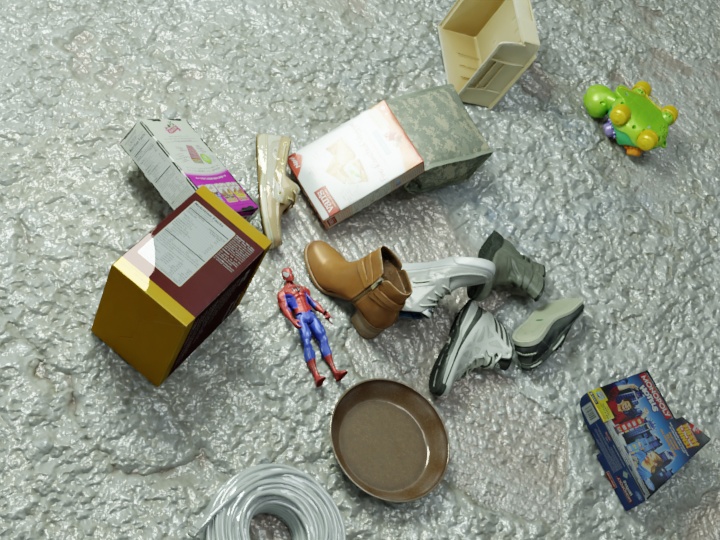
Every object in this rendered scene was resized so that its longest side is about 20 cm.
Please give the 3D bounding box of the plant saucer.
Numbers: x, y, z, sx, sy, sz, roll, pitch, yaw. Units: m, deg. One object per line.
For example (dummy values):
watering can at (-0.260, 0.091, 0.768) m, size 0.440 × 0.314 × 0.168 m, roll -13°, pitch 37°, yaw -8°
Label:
plant saucer at (0.041, 0.264, 1.617) m, size 0.200 × 0.037 × 0.201 m, roll 12°, pitch 57°, yaw -19°

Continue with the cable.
cable at (-0.122, 0.369, 1.456) m, size 0.200 × 0.069 × 0.200 m, roll 39°, pitch 52°, yaw 0°

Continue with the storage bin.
storage bin at (0.250, -0.454, 2.053) m, size 0.093 × 0.199 × 0.200 m, roll 9°, pitch 57°, yaw -24°

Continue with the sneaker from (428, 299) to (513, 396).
sneaker at (0.193, 0.145, 1.735) m, size 0.115 × 0.076 × 0.201 m, roll 32°, pitch 50°, yaw -2°

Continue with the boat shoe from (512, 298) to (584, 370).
boat shoe at (0.332, 0.105, 1.844) m, size 0.200 × 0.072 × 0.068 m, roll -35°, pitch 116°, yaw -43°

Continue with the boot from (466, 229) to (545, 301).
boot at (0.264, 0.013, 1.832) m, size 0.130 × 0.068 × 0.200 m, roll 33°, pitch 34°, yaw -3°

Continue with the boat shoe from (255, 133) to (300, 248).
boat shoe at (-0.134, -0.134, 1.734) m, size 0.069 × 0.074 × 0.201 m, roll -3°, pitch 75°, yaw -6°

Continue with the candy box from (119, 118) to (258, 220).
candy box at (-0.271, -0.150, 1.673) m, size 0.200 × 0.061 × 0.136 m, roll 51°, pitch 22°, yaw 10°

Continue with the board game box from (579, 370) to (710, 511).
board game box at (0.491, 0.281, 1.802) m, size 0.199 × 0.062 × 0.200 m, roll -12°, pitch 67°, yaw -32°

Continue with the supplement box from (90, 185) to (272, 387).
supplement box at (-0.260, 0.024, 1.520) m, size 0.133 × 0.197 × 0.200 m, roll 40°, pitch 53°, yaw 4°

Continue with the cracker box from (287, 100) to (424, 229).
cracker box at (-0.009, -0.180, 1.794) m, size 0.200 × 0.058 × 0.134 m, roll -31°, pitch 75°, yaw -2°

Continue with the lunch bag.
lunch bag at (0.110, -0.232, 1.902) m, size 0.200 × 0.118 × 0.164 m, roll -16°, pitch 70°, yaw -37°

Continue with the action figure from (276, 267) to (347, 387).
action figure at (-0.082, 0.082, 1.665) m, size 0.065 × 0.052 × 0.200 m, roll -15°, pitch 66°, yaw -27°

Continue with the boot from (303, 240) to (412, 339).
boot at (0.000, 0.000, 1.683) m, size 0.074 × 0.155 × 0.200 m, roll -33°, pitch 78°, yaw -36°

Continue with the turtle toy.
turtle toy at (0.550, -0.316, 2.168) m, size 0.200 × 0.101 × 0.146 m, roll 43°, pitch 52°, yaw 5°

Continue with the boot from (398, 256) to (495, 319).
boot at (0.123, 0.037, 1.731) m, size 0.199 × 0.074 × 0.096 m, roll -6°, pitch 62°, yaw 21°
